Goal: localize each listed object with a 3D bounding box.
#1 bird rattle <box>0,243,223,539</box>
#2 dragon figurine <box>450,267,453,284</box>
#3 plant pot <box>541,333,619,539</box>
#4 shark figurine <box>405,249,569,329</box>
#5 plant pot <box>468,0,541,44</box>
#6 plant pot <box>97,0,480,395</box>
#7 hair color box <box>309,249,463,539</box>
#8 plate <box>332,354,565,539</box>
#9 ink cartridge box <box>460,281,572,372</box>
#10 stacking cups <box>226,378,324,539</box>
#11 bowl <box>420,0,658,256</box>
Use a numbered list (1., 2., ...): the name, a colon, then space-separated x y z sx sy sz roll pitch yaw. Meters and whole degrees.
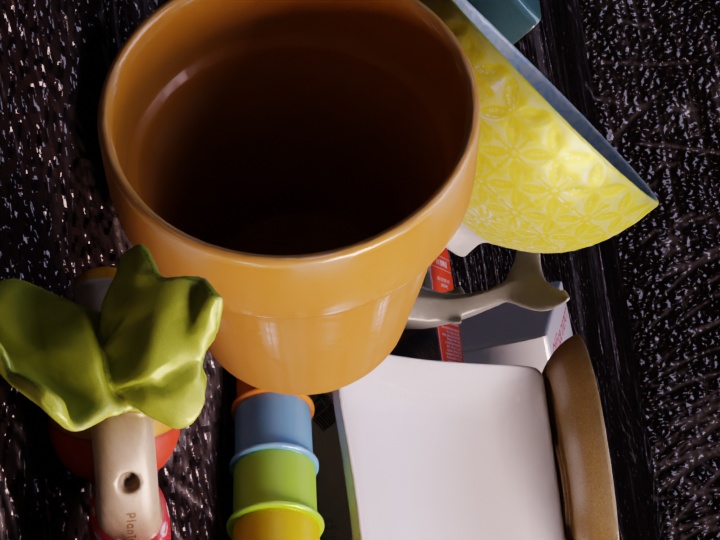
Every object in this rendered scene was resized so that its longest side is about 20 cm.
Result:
1. bird rattle: -0.104 0.081 1.014 0.163 0.112 0.201 -110 -172 -68
2. dragon figurine: 0.026 0.073 1.539 0.059 0.099 0.202 -58 143 -72
3. plant pot: 0.142 0.143 1.450 0.200 0.027 0.202 173 -90 -88
4. shark figurine: 0.014 0.016 1.381 0.090 0.213 0.129 -78 -174 -58
5. plant pot: 0.006 -0.224 1.512 0.200 0.141 0.142 48 18 -17
6. plant pot: -0.035 -0.033 1.215 0.184 0.198 0.201 87 2 -55
7. hair color box: 0.013 0.085 1.458 0.064 0.110 0.202 17 64 -73
8. plate: 0.054 0.155 1.362 0.199 0.032 0.202 7 71 -48
9. ink cartridge box: 0.102 0.132 1.720 0.147 0.145 0.202 -60 138 -70
10. stacking cups: -0.047 0.101 1.305 0.061 0.060 0.201 64 21 -50
11. bowl: 0.070 -0.074 1.311 0.200 0.108 0.200 44 9 -9
